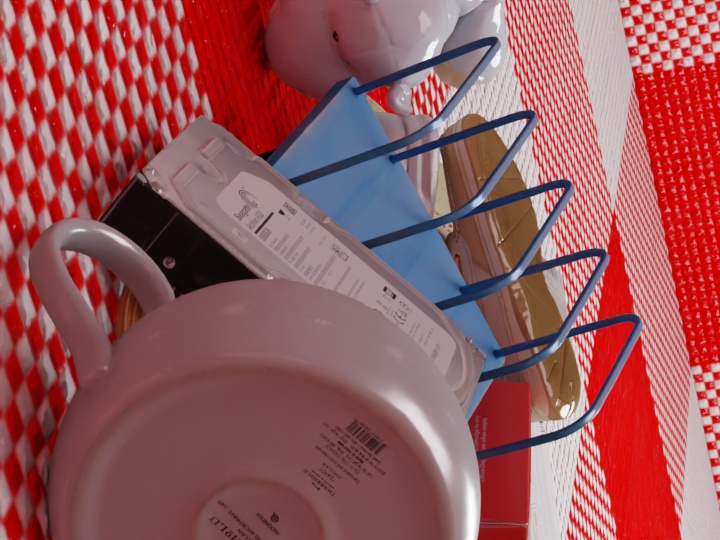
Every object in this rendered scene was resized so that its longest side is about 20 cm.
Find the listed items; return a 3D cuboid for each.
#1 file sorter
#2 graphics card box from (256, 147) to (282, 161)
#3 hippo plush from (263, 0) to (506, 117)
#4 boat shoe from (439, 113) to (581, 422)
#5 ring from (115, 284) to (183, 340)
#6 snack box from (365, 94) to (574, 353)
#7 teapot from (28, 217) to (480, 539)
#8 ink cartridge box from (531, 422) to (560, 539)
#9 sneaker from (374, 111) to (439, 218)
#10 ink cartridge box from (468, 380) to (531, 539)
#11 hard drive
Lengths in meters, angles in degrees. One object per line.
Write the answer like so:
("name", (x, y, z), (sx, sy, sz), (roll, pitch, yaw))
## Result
("file sorter", (0.054, -0.007, 1.213), (0.200, 0.122, 0.139), (61, 35, -18))
("graphics card box", (-0.023, 0.044, 1.236), (0.125, 0.051, 0.201), (25, 55, -51))
("hippo plush", (0.030, -0.153, 1.379), (0.161, 0.199, 0.160), (-61, 137, -46))
("boat shoe", (0.077, 0.004, 1.377), (0.074, 0.069, 0.201), (-16, 91, -61))
("ring", (-0.057, 0.074, 1.098), (0.200, 0.019, 0.201), (39, 39, -40))
("snack box", (0.061, -0.022, 1.469), (0.200, 0.037, 0.116), (42, 21, -18))
("teapot", (-0.042, 0.079, 0.959), (0.146, 0.196, 0.201), (-86, 175, -66))
("ink cartridge box", (0.124, 0.173, 1.773), (0.176, 0.045, 0.201), (16, 65, -75))
("sneaker", (0.000, 0.000, 1.349), (0.075, 0.088, 0.201), (117, -24, -74))
("ink cartridge box", (0.071, 0.150, 1.343), (0.116, 0.067, 0.201), (-85, 174, -45))
("hard drive", (-0.027, 0.010, 1.089), (0.200, 0.038, 0.140), (40, 18, -2))
